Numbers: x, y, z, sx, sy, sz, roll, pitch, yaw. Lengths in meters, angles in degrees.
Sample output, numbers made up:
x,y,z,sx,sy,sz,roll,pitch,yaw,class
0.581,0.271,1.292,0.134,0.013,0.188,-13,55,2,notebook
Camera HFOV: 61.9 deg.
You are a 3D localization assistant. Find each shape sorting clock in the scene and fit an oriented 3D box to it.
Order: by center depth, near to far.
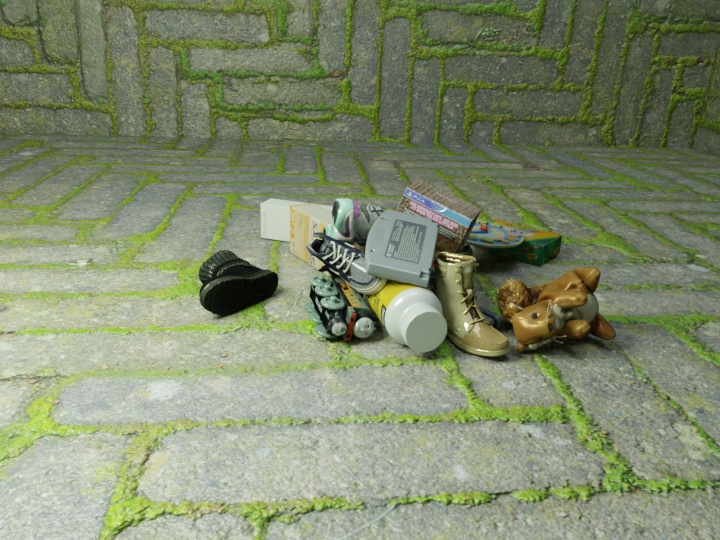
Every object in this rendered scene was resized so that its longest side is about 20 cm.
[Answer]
x,y,z,sx,sy,sz,roll,pitch,yaw,class
0.315,-0.097,1.529,0.199,0.039,0.200,1,20,0,shape sorting clock

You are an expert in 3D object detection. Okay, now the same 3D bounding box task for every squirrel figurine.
x,y,z,sx,sy,sz,roll,pitch,yaw,class
0.347,0.084,1.148,0.186,0.142,0.200,-22,16,-27,squirrel figurine

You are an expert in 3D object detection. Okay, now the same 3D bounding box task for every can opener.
x,y,z,sx,sy,sz,roll,pitch,yaw,class
0.202,0.067,1.233,0.052,0.067,0.200,-13,31,-37,can opener

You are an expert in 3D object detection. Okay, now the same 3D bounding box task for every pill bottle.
x,y,z,sx,sy,sz,roll,pitch,yaw,class
0.087,0.071,1.133,0.111,0.113,0.200,-4,22,-16,pill bottle

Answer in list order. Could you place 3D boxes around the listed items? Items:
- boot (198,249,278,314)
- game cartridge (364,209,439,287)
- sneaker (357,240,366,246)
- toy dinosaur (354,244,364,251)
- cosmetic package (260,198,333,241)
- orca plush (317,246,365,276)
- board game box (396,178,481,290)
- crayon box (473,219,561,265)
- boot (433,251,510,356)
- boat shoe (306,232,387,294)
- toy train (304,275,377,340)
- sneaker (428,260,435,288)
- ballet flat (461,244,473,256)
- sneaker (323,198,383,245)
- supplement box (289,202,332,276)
x,y,z,sx,sy,sz,roll,pitch,yaw,class
-0.293,0.021,1.260,0.157,0.080,0.211,23,18,28,boot
0.079,-0.047,1.160,0.132,0.042,0.200,10,37,8,game cartridge
0.046,-0.082,1.444,0.091,0.078,0.200,40,18,3,sneaker
0.011,-0.068,1.555,0.199,0.059,0.101,18,27,34,toy dinosaur
-0.170,-0.131,1.636,0.199,0.102,0.074,7,21,15,cosmetic package
0.000,0.000,1.360,0.071,0.105,0.200,55,22,18,orca plush
0.149,-0.074,1.338,0.159,0.201,0.097,29,28,11,board game box
0.423,-0.078,1.621,0.199,0.059,0.119,19,27,36,crayon box
0.203,0.059,1.118,0.072,0.156,0.200,-11,25,-31,boot
-0.034,-0.017,1.180,0.093,0.075,0.200,29,-2,-37,boat shoe
-0.040,0.070,1.174,0.113,0.086,0.200,5,20,-19,toy train
0.093,0.021,1.273,0.199,0.094,0.070,-34,-8,41,sneaker
0.184,-0.039,1.487,0.199,0.071,0.071,-2,22,-9,ballet flat
-0.004,-0.079,1.305,0.139,0.200,0.078,3,64,-15,sneaker
-0.100,-0.080,1.480,0.073,0.127,0.200,-11,24,-33,supplement box
